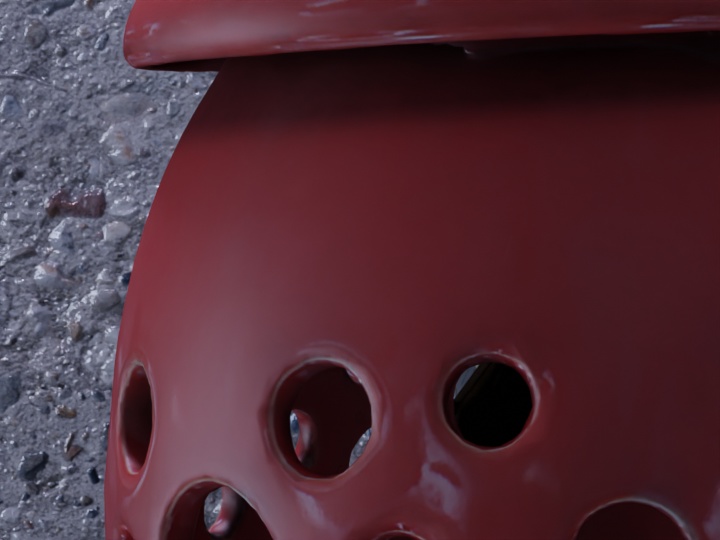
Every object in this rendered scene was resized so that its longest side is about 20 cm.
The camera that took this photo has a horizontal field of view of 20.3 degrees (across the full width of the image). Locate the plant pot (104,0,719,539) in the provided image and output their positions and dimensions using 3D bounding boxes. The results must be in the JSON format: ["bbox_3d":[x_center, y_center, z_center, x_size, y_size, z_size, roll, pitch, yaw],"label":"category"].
[{"bbox_3d":[0.043,0.014,0.436,0.200,0.199,0.183,-109,17,-85],"label":"plant pot"}]

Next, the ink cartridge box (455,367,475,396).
[{"bbox_3d":[0.069,0.020,1.237,0.200,0.043,0.174,-58,-34,-53],"label":"ink cartridge box"}]

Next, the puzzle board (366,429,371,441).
[{"bbox_3d":[0.000,0.000,0.916,0.151,0.017,0.201,94,167,-87],"label":"puzzle board"}]

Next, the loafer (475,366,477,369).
[{"bbox_3d":[0.087,-0.027,0.977,0.068,0.075,0.201,-160,63,-77],"label":"loafer"}]

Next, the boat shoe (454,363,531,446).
[{"bbox_3d":[0.058,0.091,0.917,0.072,0.072,0.201,10,-75,-53],"label":"boat shoe"}]
